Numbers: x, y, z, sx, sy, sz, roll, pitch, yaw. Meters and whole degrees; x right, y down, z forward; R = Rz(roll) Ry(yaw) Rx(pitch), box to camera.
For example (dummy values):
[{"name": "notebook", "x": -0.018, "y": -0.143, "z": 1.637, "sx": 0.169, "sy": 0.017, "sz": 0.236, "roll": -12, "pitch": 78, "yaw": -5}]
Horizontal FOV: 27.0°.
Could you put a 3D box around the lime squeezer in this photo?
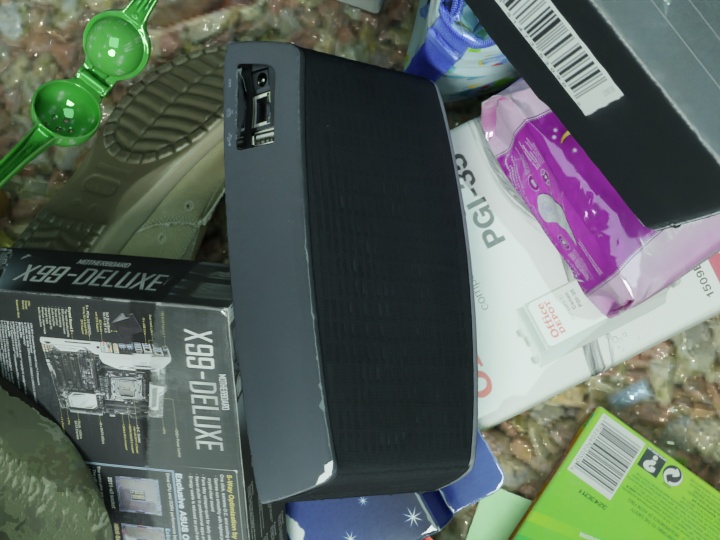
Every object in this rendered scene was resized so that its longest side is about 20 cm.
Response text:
[{"name": "lime squeezer", "x": -0.137, "y": -0.104, "z": 0.752, "sx": 0.038, "sy": 0.071, "sz": 0.200, "roll": 35, "pitch": 81, "yaw": 13}]

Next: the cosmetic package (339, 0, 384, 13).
[{"name": "cosmetic package", "x": -0.070, "y": -0.210, "z": 0.792, "sx": 0.199, "sy": 0.102, "sz": 0.075, "roll": 20, "pitch": 83, "yaw": 1}]

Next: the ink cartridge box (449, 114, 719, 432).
[{"name": "ink cartridge box", "x": 0.104, "y": -0.017, "z": 0.786, "sx": 0.199, "sy": 0.083, "sz": 0.147, "roll": -26, "pitch": 86, "yaw": -5}]

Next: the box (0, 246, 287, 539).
[{"name": "box", "x": -0.117, "y": 0.093, "z": 0.709, "sx": 0.156, "sy": 0.050, "sz": 0.202, "roll": 3, "pitch": 112, "yaw": 18}]

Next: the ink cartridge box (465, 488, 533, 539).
[{"name": "ink cartridge box", "x": 0.097, "y": 0.231, "z": 0.777, "sx": 0.145, "sy": 0.048, "sz": 0.201, "roll": 21, "pitch": 86, "yaw": 1}]

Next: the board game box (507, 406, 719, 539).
[{"name": "board game box", "x": 0.108, "y": 0.175, "z": 0.764, "sx": 0.095, "sy": 0.030, "sz": 0.200, "roll": 35, "pitch": 64, "yaw": 5}]

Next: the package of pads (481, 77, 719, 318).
[{"name": "package of pads", "x": 0.169, "y": -0.080, "z": 0.717, "sx": 0.199, "sy": 0.076, "sz": 0.121, "roll": -32, "pitch": 84, "yaw": -7}]

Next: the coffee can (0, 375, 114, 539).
[{"name": "coffee can", "x": -0.225, "y": 0.150, "z": 0.650, "sx": 0.200, "sy": 0.146, "sz": 0.147, "roll": -39, "pitch": 86, "yaw": 23}]

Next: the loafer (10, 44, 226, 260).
[{"name": "loafer", "x": -0.108, "y": -0.039, "z": 0.788, "sx": 0.075, "sy": 0.068, "sz": 0.200, "roll": 25, "pitch": 65, "yaw": 37}]

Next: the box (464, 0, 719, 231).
[{"name": "box", "x": 0.147, "y": -0.158, "z": 0.618, "sx": 0.196, "sy": 0.124, "sz": 0.200, "roll": -40, "pitch": 93, "yaw": -9}]

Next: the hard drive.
[{"name": "hard drive", "x": 0.000, "y": 0.000, "z": 0.675, "sx": 0.042, "sy": 0.134, "sz": 0.202, "roll": -13, "pitch": 78, "yaw": 40}]

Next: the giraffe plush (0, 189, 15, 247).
[{"name": "giraffe plush", "x": -0.251, "y": -0.006, "z": 0.752, "sx": 0.161, "sy": 0.173, "sz": 0.200, "roll": -25, "pitch": 51, "yaw": -15}]

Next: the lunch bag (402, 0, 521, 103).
[{"name": "lunch bag", "x": 0.101, "y": -0.170, "z": 0.758, "sx": 0.127, "sy": 0.170, "sz": 0.200, "roll": 43, "pitch": 84, "yaw": 0}]

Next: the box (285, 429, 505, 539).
[{"name": "box", "x": -0.039, "y": 0.104, "z": 0.753, "sx": 0.199, "sy": 0.032, "sz": 0.122, "roll": -33, "pitch": 85, "yaw": 19}]

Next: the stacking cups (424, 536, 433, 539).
[{"name": "stacking cups", "x": -0.031, "y": 0.212, "z": 0.771, "sx": 0.200, "sy": 0.061, "sz": 0.061, "roll": -42, "pitch": 87, "yaw": -9}]
